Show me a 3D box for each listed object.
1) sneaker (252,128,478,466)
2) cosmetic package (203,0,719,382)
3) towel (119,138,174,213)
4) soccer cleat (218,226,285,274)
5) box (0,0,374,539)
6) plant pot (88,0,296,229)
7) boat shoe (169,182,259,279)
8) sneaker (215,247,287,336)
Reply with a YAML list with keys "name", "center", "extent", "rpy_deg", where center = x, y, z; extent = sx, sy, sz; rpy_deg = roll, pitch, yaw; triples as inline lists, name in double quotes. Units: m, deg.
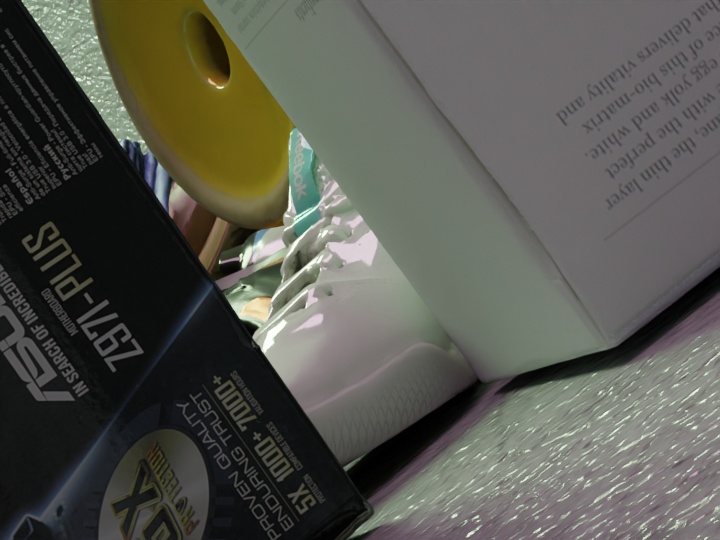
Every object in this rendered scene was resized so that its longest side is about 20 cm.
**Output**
- name: "sneaker"
  center: [0.000, 0.000, 0.802]
  extent: [0.075, 0.089, 0.200]
  rpy_deg: [-32, 5, 40]
- name: "cosmetic package"
  center: [0.064, -0.110, 0.716]
  extent: [0.199, 0.200, 0.123]
  rpy_deg: [-36, 0, -14]
- name: "towel"
  center: [-0.120, 0.059, 0.964]
  extent: [0.200, 0.024, 0.145]
  rpy_deg: [-54, 20, 20]
- name: "soccer cleat"
  center: [0.005, 0.002, 1.081]
  extent: [0.086, 0.070, 0.200]
  rpy_deg: [-12, 4, 8]
- name: "box"
  center: [-0.115, 0.019, 0.706]
  extent: [0.086, 0.200, 0.164]
  rpy_deg: [-36, 3, -31]
- name: "plant pot"
  center: [0.018, -0.107, 0.944]
  extent: [0.189, 0.201, 0.201]
  rpy_deg: [-26, -2, -28]
- name: "boat shoe"
  center: [-0.084, 0.001, 1.100]
  extent: [0.072, 0.068, 0.200]
  rpy_deg: [87, -156, -74]
- name: "sneaker"
  center: [-0.062, 0.047, 0.927]
  extent: [0.200, 0.070, 0.090]
  rpy_deg: [-31, 2, 41]
